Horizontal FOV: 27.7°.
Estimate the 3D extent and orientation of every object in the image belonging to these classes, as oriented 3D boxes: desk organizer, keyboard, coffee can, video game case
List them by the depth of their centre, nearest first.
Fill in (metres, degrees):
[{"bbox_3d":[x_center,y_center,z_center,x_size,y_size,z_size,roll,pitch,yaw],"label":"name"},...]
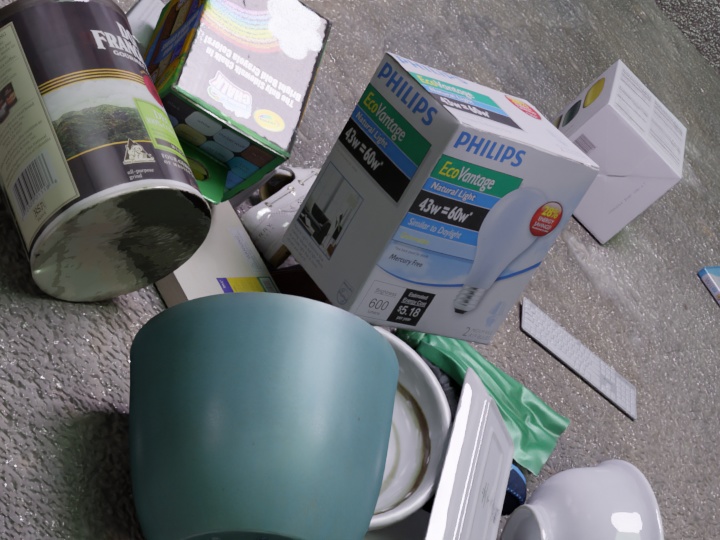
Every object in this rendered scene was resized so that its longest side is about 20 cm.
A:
[{"bbox_3d":[-0.220,-0.098,1.157,0.146,0.146,0.201,9,48,-51],"label":"coffee can"},{"bbox_3d":[0.000,0.000,1.438,0.077,0.072,0.200,53,27,12],"label":"desk organizer"},{"bbox_3d":[0.264,0.107,1.755,0.200,0.011,0.056,38,30,-21],"label":"keyboard"},{"bbox_3d":[0.617,0.079,2.299,0.143,0.018,0.201,-3,57,-56],"label":"video game case"}]

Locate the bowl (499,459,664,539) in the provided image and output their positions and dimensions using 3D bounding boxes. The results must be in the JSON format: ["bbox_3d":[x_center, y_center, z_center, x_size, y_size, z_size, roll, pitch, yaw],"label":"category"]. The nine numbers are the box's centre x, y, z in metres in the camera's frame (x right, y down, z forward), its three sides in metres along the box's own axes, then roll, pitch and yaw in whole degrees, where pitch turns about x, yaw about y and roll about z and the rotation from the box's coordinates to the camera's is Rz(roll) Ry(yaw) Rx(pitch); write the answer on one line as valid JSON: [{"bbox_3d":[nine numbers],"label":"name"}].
[{"bbox_3d":[0.177,0.260,1.276,0.090,0.202,0.202,11,40,-16],"label":"bowl"}]

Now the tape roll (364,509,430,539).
[{"bbox_3d":[0.051,0.284,1.193,0.202,0.037,0.204,36,30,-25],"label":"tape roll"}]

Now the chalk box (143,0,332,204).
[{"bbox_3d":[-0.127,-0.148,1.280,0.124,0.124,0.201,30,59,-23],"label":"chalk box"}]

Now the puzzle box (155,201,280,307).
[{"bbox_3d":[-0.134,-0.002,1.290,0.133,0.025,0.201,0,55,-56],"label":"puzzle box"}]

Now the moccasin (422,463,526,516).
[{"bbox_3d":[0.060,0.190,1.301,0.199,0.081,0.069,20,42,-21],"label":"moccasin"}]

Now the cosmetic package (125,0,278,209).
[{"bbox_3d":[-0.163,-0.163,1.403,0.200,0.074,0.102,44,28,-14],"label":"cosmetic package"}]

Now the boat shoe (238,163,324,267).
[{"bbox_3d":[-0.065,-0.074,1.433,0.069,0.071,0.200,41,25,-3],"label":"boat shoe"}]

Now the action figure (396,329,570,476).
[{"bbox_3d":[0.115,0.117,1.477,0.200,0.055,0.118,43,29,2],"label":"action figure"}]

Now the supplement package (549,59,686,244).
[{"bbox_3d":[0.359,-0.173,2.091,0.151,0.152,0.200,44,28,-8],"label":"supplement package"}]

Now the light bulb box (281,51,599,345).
[{"bbox_3d":[0.071,-0.059,1.301,0.197,0.201,0.125,11,27,-43],"label":"light bulb box"}]

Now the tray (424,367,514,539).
[{"bbox_3d":[0.096,0.189,1.216,0.201,0.022,0.108,-72,147,-42],"label":"tray"}]

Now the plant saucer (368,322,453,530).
[{"bbox_3d":[-0.023,0.131,1.214,0.198,0.050,0.201,10,53,-13],"label":"plant saucer"}]

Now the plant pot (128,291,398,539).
[{"bbox_3d":[-0.074,0.138,1.037,0.200,0.200,0.162,29,48,-34],"label":"plant pot"}]
